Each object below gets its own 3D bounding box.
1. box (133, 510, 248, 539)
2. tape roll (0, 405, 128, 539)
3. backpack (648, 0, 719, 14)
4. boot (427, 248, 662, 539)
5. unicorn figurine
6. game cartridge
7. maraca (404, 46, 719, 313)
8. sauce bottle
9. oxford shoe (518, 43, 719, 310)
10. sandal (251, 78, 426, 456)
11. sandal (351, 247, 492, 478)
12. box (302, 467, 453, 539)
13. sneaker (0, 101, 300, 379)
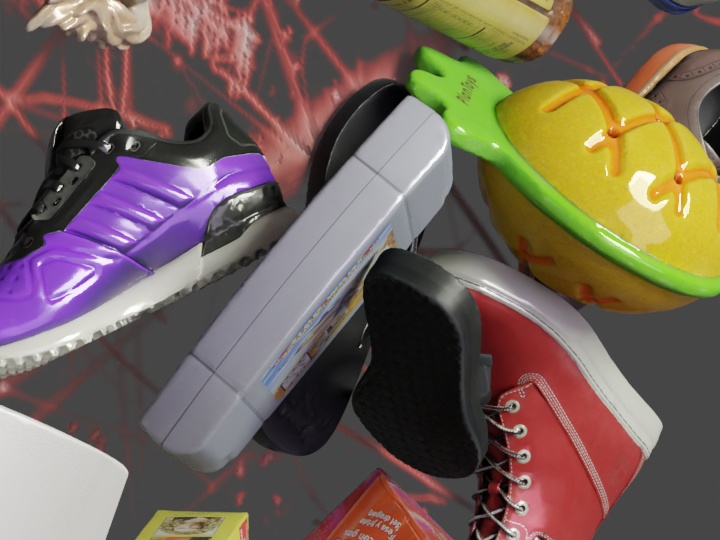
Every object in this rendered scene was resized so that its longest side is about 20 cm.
[{"bbox_3d":[-0.088,0.166,1.214,0.200,0.050,0.076,-48,137,-82],"label":"box"},{"bbox_3d":[-0.210,0.113,1.084,0.202,0.202,0.140,28,77,-39],"label":"tape roll"},{"bbox_3d":[0.159,-0.238,1.386,0.200,0.147,0.183,55,41,-20],"label":"backpack"},{"bbox_3d":[0.073,0.092,1.413,0.200,0.072,0.145,47,66,-37],"label":"boot"},{"bbox_3d":[-0.099,-0.197,1.243,0.137,0.074,0.201,21,95,-49],"label":"unicorn figurine"},{"bbox_3d":[-0.026,0.011,1.259,0.041,0.133,0.200,39,86,3],"label":"game cartridge"},{"bbox_3d":[0.108,-0.051,1.374,0.200,0.137,0.107,34,108,-6],"label":"maraca"},{"bbox_3d":[0.023,-0.166,1.346,0.200,0.066,0.066,25,78,-40],"label":"sauce bottle"},{"bbox_3d":[0.158,-0.052,1.466,0.200,0.072,0.071,-54,125,-23],"label":"oxford shoe"},{"bbox_3d":[0.000,0.001,1.356,0.076,0.043,0.201,26,77,-39],"label":"sandal"},{"bbox_3d":[0.039,0.045,1.309,0.048,0.075,0.201,-52,164,-25],"label":"sandal"},{"bbox_3d":[0.046,0.209,1.363,0.100,0.096,0.200,-43,124,2],"label":"box"},{"bbox_3d":[-0.130,-0.019,1.234,0.200,0.070,0.100,-26,91,-27],"label":"sneaker"}]
